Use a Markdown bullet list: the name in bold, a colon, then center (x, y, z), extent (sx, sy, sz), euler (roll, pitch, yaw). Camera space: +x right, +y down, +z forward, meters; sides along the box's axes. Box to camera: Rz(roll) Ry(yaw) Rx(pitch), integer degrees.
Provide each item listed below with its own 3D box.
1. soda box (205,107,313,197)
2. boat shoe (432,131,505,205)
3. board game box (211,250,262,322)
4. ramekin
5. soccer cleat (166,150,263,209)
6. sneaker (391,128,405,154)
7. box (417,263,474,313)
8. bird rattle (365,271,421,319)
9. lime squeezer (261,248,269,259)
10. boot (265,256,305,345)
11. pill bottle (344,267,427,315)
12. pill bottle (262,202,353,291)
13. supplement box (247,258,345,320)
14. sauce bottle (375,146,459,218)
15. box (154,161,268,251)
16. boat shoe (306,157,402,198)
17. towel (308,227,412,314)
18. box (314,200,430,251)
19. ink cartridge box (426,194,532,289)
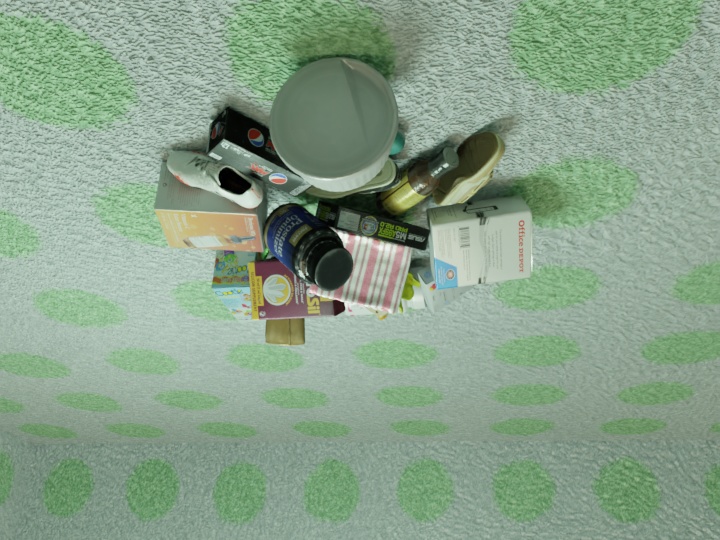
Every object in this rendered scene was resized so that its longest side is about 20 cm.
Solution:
- **soda box**: center (-0.173, -0.207, 1.266), extent (0.197, 0.072, 0.063), euler (24, 146, -36)
- **boat shoe**: center (0.205, -0.184, 1.297), extent (0.065, 0.076, 0.200), euler (1, 158, -28)
- **board game box**: center (-0.274, 0.037, 1.717), extent (0.102, 0.105, 0.201), euler (-2, 153, 9)
- **ramekin**: center (-0.036, -0.218, 1.109), extent (0.197, 0.208, 0.094), euler (-2, 165, 8)
- **soccer cleat**: center (-0.266, -0.174, 1.292), extent (0.196, 0.070, 0.085), euler (26, 167, 7)
- **sneaker**: center (-0.018, -0.205, 1.247), extent (0.194, 0.082, 0.072), euler (-2, 153, 7)
- **box**: center (0.225, -0.002, 1.567), extent (0.198, 0.041, 0.157), euler (-34, 151, -5)
- **bird rattle**: center (0.025, 0.026, 1.579), extent (0.198, 0.113, 0.165), euler (37, 138, 12)
- **lime squeezer**: center (-0.155, -0.088, 1.500), extent (0.197, 0.072, 0.037), euler (-22, 163, 37)
- **boot**: center (-0.138, 0.073, 1.673), extent (0.170, 0.206, 0.066), euler (3, -174, 13)
- **pill bottle**: center (0.058, 0.047, 1.699), extent (0.194, 0.116, 0.114), euler (-3, 153, 11)
- **pill bottle**: center (-0.099, -0.043, 1.357), extent (0.111, 0.113, 0.199), euler (29, -174, -42)
- **supplement box**: center (-0.141, 0.037, 1.584), extent (0.195, 0.135, 0.103), euler (-4, -176, 13)
- **sauce bottle**: center (0.107, -0.165, 1.336), extent (0.064, 0.066, 0.199), euler (18, 151, -30)
- **box**: center (-0.288, -0.122, 1.402), extent (0.194, 0.109, 0.153), euler (3, 153, -1)
- **boat shoe**: center (-0.019, -0.171, 1.333), extent (0.195, 0.074, 0.067), euler (-3, 178, 21)
- **towel**: center (0.000, 0.000, 1.475), extent (0.195, 0.150, 0.030), euler (14, -172, 1)
- **box**: center (0.021, -0.091, 1.423), extent (0.195, 0.045, 0.160), euler (13, -175, -20)
- **ink cartridge box**: center (0.237, -0.056, 1.421), extent (0.194, 0.085, 0.149), euler (-7, 118, 0)
